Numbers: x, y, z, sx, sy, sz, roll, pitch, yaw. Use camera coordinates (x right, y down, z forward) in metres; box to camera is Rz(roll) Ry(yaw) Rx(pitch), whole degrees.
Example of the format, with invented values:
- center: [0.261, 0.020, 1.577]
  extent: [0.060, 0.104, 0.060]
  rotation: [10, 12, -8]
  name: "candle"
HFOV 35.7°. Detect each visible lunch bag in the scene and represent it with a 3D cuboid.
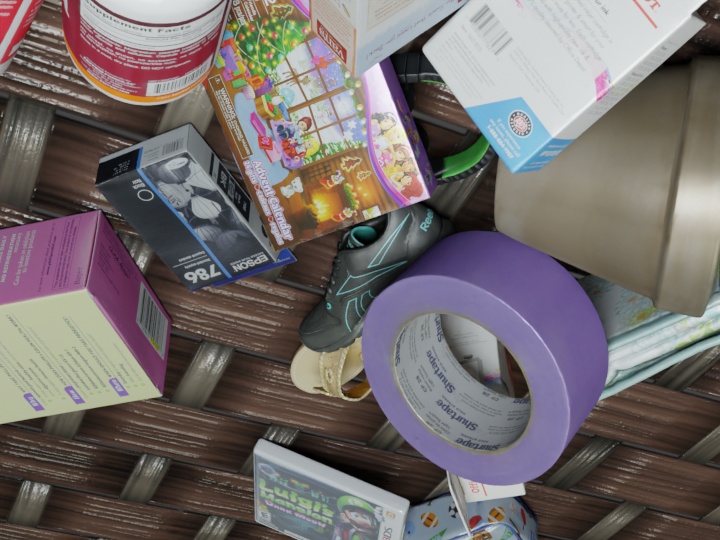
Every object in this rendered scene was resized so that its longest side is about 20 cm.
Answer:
- center: [0.132, 0.358, 1.473]
  extent: [0.197, 0.077, 0.160]
  rotation: [-20, 139, 21]
  name: "lunch bag"

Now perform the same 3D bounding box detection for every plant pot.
- center: [0.200, -0.077, 0.885]
  extent: [0.170, 0.202, 0.202]
  rotation: [10, 143, 15]
  name: "plant pot"

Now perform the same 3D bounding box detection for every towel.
- center: [0.259, 0.035, 1.012]
  extent: [0.198, 0.172, 0.048]
  rotation: [-28, 106, 29]
  name: "towel"

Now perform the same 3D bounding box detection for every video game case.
- center: [-0.041, 0.298, 1.381]
  extent: [0.197, 0.024, 0.183]
  rotation: [21, 141, 12]
  name: "video game case"

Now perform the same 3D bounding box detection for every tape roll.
- center: [0.104, 0.075, 0.951]
  extent: [0.198, 0.085, 0.203]
  rotation: [20, 127, 28]
  name: "tape roll"

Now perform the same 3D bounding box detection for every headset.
- center: [0.014, -0.106, 0.898]
  extent: [0.196, 0.095, 0.124]
  rotation: [-3, 141, 15]
  name: "headset"

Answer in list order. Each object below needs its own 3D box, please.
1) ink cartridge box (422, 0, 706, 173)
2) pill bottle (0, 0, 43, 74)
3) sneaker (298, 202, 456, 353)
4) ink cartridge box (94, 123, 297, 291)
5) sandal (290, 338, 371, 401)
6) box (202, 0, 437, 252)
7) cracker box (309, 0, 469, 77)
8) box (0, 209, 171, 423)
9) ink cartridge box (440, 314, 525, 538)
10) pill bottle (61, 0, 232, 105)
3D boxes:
- center: [0.154, -0.176, 0.774]
  extent: [0.200, 0.116, 0.068]
  rotation: [-41, 168, 24]
  name: "ink cartridge box"
- center: [-0.251, -0.225, 0.739]
  extent: [0.111, 0.114, 0.200]
  rotation: [23, 135, -26]
  name: "pill bottle"
- center: [0.000, 0.000, 1.055]
  extent: [0.079, 0.076, 0.200]
  rotation: [35, 120, -23]
  name: "sneaker"
- center: [-0.144, -0.041, 1.019]
  extent: [0.098, 0.040, 0.200]
  rotation: [-18, 138, 19]
  name: "ink cartridge box"
- center: [-0.009, 0.099, 1.162]
  extent: [0.077, 0.071, 0.211]
  rotation: [25, 134, -27]
  name: "sandal"
- center: [-0.040, -0.129, 0.836]
  extent: [0.135, 0.039, 0.203]
  rotation: [-18, 105, 19]
  name: "box"
- center: [0.033, -0.229, 0.695]
  extent: [0.133, 0.058, 0.201]
  rotation: [-36, 160, -18]
  name: "cracker box"
- center: [-0.309, 0.050, 1.081]
  extent: [0.196, 0.098, 0.177]
  rotation: [-11, 140, 11]
  name: "box"
- center: [0.121, 0.150, 1.122]
  extent: [0.066, 0.203, 0.117]
  rotation: [-10, 140, 12]
  name: "ink cartridge box"
- center: [-0.131, -0.191, 0.699]
  extent: [0.111, 0.115, 0.200]
  rotation: [10, 164, -12]
  name: "pill bottle"
